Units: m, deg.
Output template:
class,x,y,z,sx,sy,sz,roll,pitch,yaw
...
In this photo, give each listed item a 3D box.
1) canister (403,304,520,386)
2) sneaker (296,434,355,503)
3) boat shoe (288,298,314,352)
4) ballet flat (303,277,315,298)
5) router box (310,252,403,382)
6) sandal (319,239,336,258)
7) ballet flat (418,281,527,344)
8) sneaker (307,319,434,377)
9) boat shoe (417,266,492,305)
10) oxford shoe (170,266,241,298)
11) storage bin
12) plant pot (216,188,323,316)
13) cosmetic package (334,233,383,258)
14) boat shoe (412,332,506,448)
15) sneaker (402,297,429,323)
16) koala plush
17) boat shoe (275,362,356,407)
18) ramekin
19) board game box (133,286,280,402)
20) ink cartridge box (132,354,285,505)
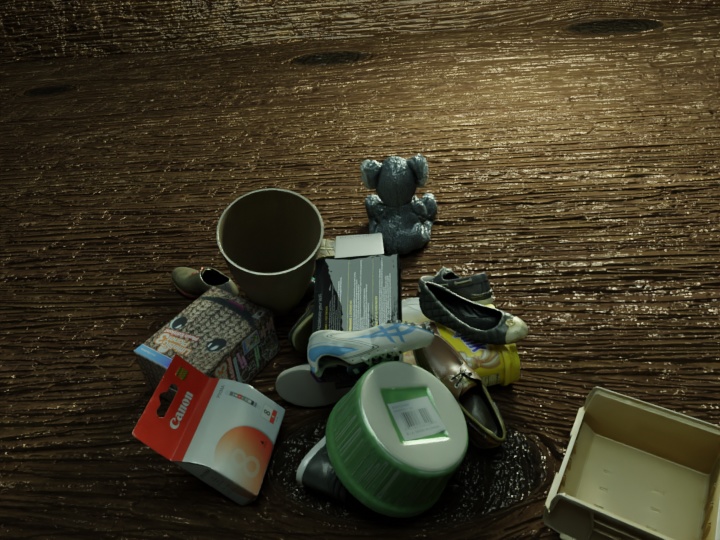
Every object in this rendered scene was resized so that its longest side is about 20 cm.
class,x,y,z,sx,sy,sz,roll,pitch,yaw
canister,0.152,0.144,1.042,0.195,0.088,0.150,-12,38,-6
sneaker,0.001,0.265,0.922,0.098,0.072,0.200,23,49,29
boat shoe,-0.077,0.087,1.170,0.065,0.073,0.200,13,35,33
ballet flat,-0.168,0.029,1.267,0.196,0.074,0.073,20,43,22
router box,-0.004,0.075,1.004,0.145,0.051,0.205,-4,63,10
sandal,-0.076,-0.033,1.346,0.195,0.055,0.081,-1,40,-19
ballet flat,0.180,0.073,1.009,0.196,0.058,0.067,17,45,31
sneaker,0.016,0.119,0.909,0.194,0.072,0.074,-9,68,11
boat shoe,0.179,0.021,1.177,0.071,0.065,0.198,-16,15,-28
oxford shoe,-0.330,0.017,1.289,0.196,0.076,0.071,16,42,28
storage bin,0.369,0.282,0.819,0.194,0.096,0.200,16,42,27
plant pot,-0.159,-0.011,1.123,0.182,0.202,0.191,2,54,-2
cosmetic package,0.000,0.000,1.173,0.098,0.073,0.201,-4,24,1
boat shoe,0.156,0.174,0.927,0.071,0.068,0.202,-34,80,-19
sneaker,0.061,0.107,1.130,0.194,0.076,0.088,-8,44,12
koala plush,0.085,-0.162,1.359,0.172,0.204,0.186,0,37,8
boat shoe,-0.044,0.176,1.054,0.194,0.077,0.093,-4,19,4
ramekin,0.057,0.228,0.863,0.196,0.099,0.203,19,40,-16
board game box,-0.269,0.143,1.094,0.156,0.099,0.200,17,42,28
ink cartridge box,-0.217,0.227,0.917,0.050,0.199,0.164,-37,22,32
